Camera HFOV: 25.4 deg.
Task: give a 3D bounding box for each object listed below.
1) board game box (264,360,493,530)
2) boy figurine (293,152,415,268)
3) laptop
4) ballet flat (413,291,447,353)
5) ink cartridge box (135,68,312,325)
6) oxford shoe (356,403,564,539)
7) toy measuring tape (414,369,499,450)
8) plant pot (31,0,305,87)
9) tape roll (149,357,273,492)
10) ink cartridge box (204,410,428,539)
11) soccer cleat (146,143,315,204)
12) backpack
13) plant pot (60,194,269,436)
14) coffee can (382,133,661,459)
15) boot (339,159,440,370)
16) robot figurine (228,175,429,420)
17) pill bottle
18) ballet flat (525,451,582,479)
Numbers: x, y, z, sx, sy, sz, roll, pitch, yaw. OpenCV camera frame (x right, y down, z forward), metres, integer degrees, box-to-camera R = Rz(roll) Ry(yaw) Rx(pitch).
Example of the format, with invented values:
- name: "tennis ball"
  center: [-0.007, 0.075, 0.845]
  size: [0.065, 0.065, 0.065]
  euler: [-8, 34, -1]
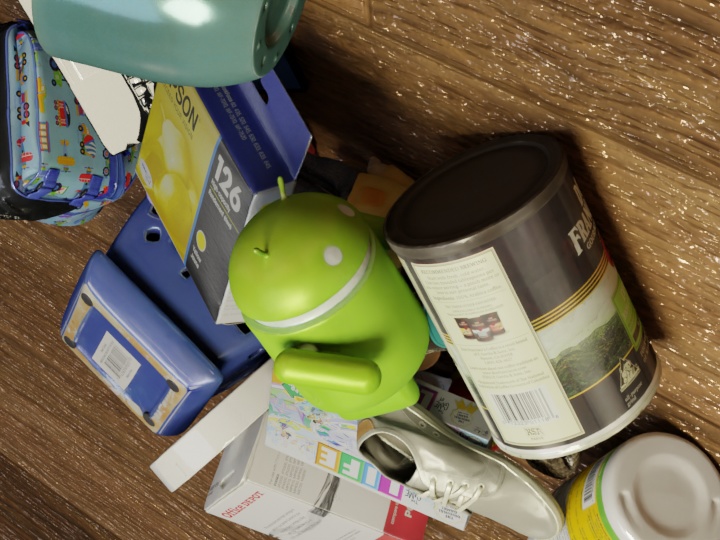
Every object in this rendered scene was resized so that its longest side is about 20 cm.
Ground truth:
- name: "board game box"
  center: [0.016, 0.140, 1.404]
  size: [0.199, 0.034, 0.135]
  euler: [21, 138, 12]
- name: "boy figurine"
  center: [0.014, -0.047, 1.304]
  size: [0.199, 0.125, 0.065]
  euler: [21, 130, 9]
- name: "laptop"
  center: [-0.171, -0.198, 1.365]
  size: [0.178, 0.199, 0.103]
  euler: [62, -174, -24]
- name: "ballet flat"
  center: [0.044, 0.039, 1.324]
  size: [0.075, 0.199, 0.068]
  euler: [-115, 5, -54]
- name: "ink cartridge box"
  center: [-0.118, -0.094, 1.307]
  size: [0.198, 0.047, 0.201]
  euler: [59, 145, 37]
- name: "oxford shoe"
  center: [0.077, 0.173, 1.331]
  size: [0.199, 0.058, 0.075]
  euler: [33, 137, -2]
- name: "toy measuring tape"
  center: [0.082, 0.127, 1.467]
  size: [0.199, 0.074, 0.074]
  euler: [4, 130, 49]
- name: "plant pot"
  center: [-0.127, -0.228, 1.195]
  size: [0.160, 0.201, 0.201]
  euler: [21, 145, 9]
- name: "tape roll"
  center: [-0.124, 0.142, 1.589]
  size: [0.037, 0.203, 0.203]
  euler: [49, 150, 1]
- name: "ink cartridge box"
  center: [-0.043, 0.231, 1.660]
  size: [0.199, 0.083, 0.147]
  euler: [23, 153, -14]
- name: "soccer cleat"
  center: [-0.126, -0.102, 1.443]
  size: [0.199, 0.067, 0.077]
  euler: [-8, 125, 40]
- name: "backpack"
  center: [-0.278, -0.132, 1.506]
  size: [0.134, 0.200, 0.184]
  euler: [-9, 79, 35]
- name: "plant pot"
  center: [-0.178, 0.036, 1.580]
  size: [0.200, 0.180, 0.200]
  euler: [44, 150, 2]
- name: "coffee can"
  center: [0.124, 0.020, 1.210]
  size: [0.146, 0.146, 0.201]
  euler: [4, 130, 50]
- name: "boot"
  center: [0.000, 0.000, 1.435]
  size: [0.201, 0.076, 0.155]
  euler: [61, 164, -9]
- name: "robot figurine"
  center: [-0.023, 0.026, 1.195]
  size: [0.115, 0.176, 0.200]
  euler: [-14, 131, 24]
- name: "pill bottle"
  center: [0.218, 0.219, 1.364]
  size: [0.111, 0.111, 0.200]
  euler: [44, 150, 4]
- name: "ballet flat"
  center: [0.122, 0.092, 1.362]
  size: [0.067, 0.046, 0.201]
  euler: [-31, 90, 32]
